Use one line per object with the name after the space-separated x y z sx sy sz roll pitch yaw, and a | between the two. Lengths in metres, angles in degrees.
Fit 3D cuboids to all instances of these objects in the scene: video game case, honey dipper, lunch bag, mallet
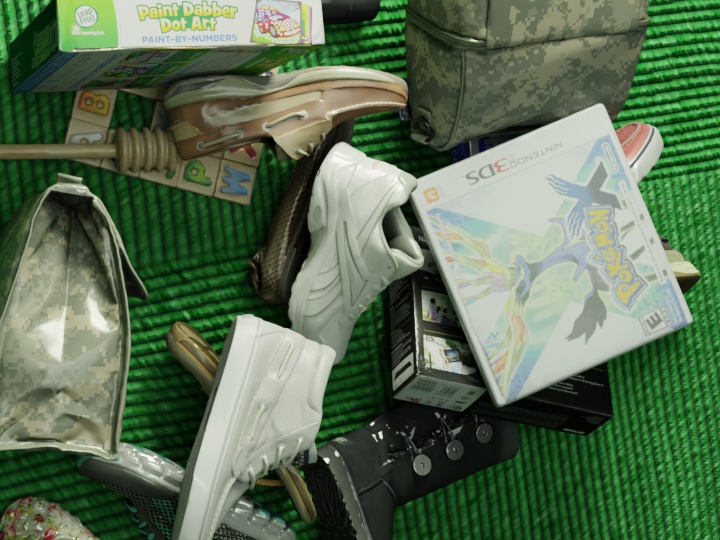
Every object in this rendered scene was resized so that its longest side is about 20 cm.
0.157 -0.013 1.207 0.181 0.022 0.201 -23 90 -5 | video game case
-0.247 -0.096 1.157 0.199 0.038 0.038 -2 91 -19 | honey dipper
0.135 -0.193 1.223 0.199 0.139 0.169 -10 115 -23 | lunch bag
-0.038 -0.309 1.252 0.066 0.041 0.201 -17 93 -26 | mallet
-0.228 0.031 1.100 0.117 0.164 0.201 6 88 -17 | lunch bag

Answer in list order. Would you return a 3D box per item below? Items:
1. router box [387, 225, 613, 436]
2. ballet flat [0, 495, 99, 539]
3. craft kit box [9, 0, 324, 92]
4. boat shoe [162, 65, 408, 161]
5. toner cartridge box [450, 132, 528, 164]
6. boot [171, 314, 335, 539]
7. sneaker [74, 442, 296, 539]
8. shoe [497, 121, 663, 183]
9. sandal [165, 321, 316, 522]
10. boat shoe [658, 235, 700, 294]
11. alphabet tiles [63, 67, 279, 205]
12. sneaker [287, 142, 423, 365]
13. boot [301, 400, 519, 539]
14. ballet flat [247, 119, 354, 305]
0.122 0.055 1.278 0.199 0.051 0.150 14 56 -23 | router box
-0.217 0.267 1.160 0.075 0.064 0.201 -35 103 -18 | ballet flat
-0.153 -0.172 1.105 0.196 0.200 0.049 -2 90 -24 | craft kit box
-0.059 -0.124 1.180 0.199 0.076 0.072 -6 89 -5 | boat shoe
0.127 -0.158 1.317 0.094 0.043 0.201 -7 93 -22 | toner cartridge box
-0.079 0.140 1.129 0.095 0.074 0.201 19 79 -10 | boot
-0.151 0.209 1.185 0.199 0.078 0.092 30 83 -19 | sneaker
0.177 -0.091 1.276 0.200 0.071 0.091 -40 107 -16 | shoe
-0.106 0.132 1.204 0.054 0.080 0.200 -38 103 -3 | sandal
0.243 -0.003 1.322 0.200 0.072 0.066 3 46 -54 | boat shoe
-0.149 -0.171 1.218 0.166 0.008 0.201 14 85 -22 | alphabet tiles
0.000 0.000 1.202 0.099 0.078 0.201 17 120 14 | sneaker
0.057 0.191 1.273 0.199 0.065 0.166 -25 109 -35 | boot
-0.051 -0.068 1.239 0.046 0.067 0.201 15 83 22 | ballet flat
